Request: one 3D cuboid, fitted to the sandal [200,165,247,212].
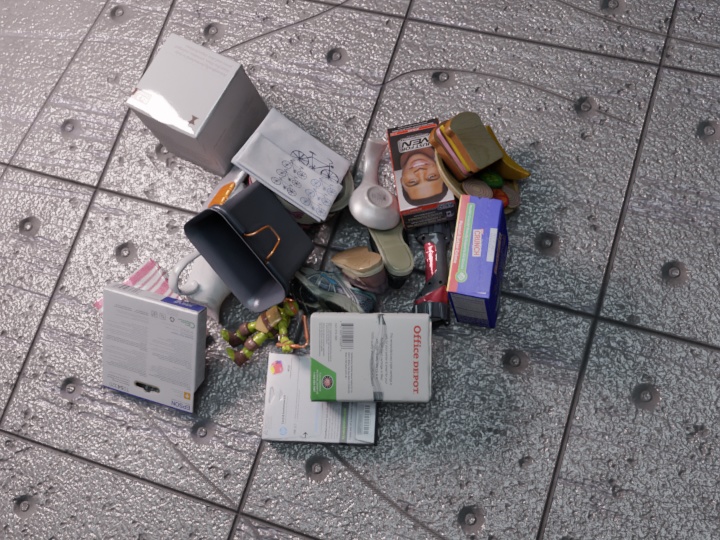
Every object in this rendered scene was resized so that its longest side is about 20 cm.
[{"bbox_3d":[-0.228,-0.156,1.727,0.207,0.059,0.079,-53,29,7],"label":"sandal"}]

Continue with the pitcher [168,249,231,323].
[{"bbox_3d":[-0.256,-0.024,1.642,0.121,0.172,0.200,27,80,23],"label":"pitcher"}]

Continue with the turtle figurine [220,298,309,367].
[{"bbox_3d":[-0.171,0.091,1.642,0.161,0.064,0.200,-34,57,8],"label":"turtle figurine"}]

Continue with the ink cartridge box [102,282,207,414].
[{"bbox_3d":[-0.370,0.137,1.634,0.196,0.043,0.200,14,113,17],"label":"ink cartridge box"}]

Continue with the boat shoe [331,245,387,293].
[{"bbox_3d":[0.000,0.000,1.595,0.072,0.200,0.065,-21,103,-13],"label":"boat shoe"}]

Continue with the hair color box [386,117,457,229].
[{"bbox_3d":[0.111,-0.177,1.656,0.101,0.061,0.200,-12,55,6],"label":"hair color box"}]

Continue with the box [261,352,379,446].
[{"bbox_3d":[-0.067,0.225,1.598,0.199,0.041,0.156,0,72,9],"label":"box"}]

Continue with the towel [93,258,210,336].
[{"bbox_3d":[-0.392,0.091,1.706,0.146,0.030,0.200,-39,70,-3],"label":"towel"}]

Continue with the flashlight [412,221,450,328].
[{"bbox_3d":[0.123,0.000,1.625,0.068,0.068,0.200,-24,60,45],"label":"flashlight"}]

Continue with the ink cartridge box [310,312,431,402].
[{"bbox_3d":[0.018,0.143,1.526,0.199,0.083,0.147,1,91,2],"label":"ink cartridge box"}]

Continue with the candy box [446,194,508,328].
[{"bbox_3d":[0.200,-0.010,1.539,0.077,0.200,0.170,8,74,12],"label":"candy box"}]

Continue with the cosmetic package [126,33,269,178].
[{"bbox_3d":[-0.300,-0.305,1.725,0.165,0.200,0.165,27,79,16],"label":"cosmetic package"}]

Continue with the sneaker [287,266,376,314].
[{"bbox_3d":[-0.059,0.037,1.650,0.200,0.078,0.086,31,51,26],"label":"sneaker"}]

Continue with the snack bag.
[{"bbox_3d":[-0.112,-0.192,1.621,0.188,0.021,0.200,34,41,-7],"label":"snack bag"}]

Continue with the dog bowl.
[{"bbox_3d":[-0.114,-0.162,1.664,0.200,0.200,0.074,58,133,20],"label":"dog bowl"}]

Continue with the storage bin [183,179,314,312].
[{"bbox_3d":[-0.174,-0.055,1.560,0.200,0.145,0.134,50,50,-13],"label":"storage bin"}]

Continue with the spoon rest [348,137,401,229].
[{"bbox_3d":[0.027,-0.150,1.670,0.099,0.061,0.200,11,52,-12],"label":"spoon rest"}]

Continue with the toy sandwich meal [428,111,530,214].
[{"bbox_3d":[0.214,-0.191,1.613,0.070,0.205,0.205,-46,63,41],"label":"toy sandwich meal"}]

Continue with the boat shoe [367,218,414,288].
[{"bbox_3d":[0.052,-0.048,1.648,0.074,0.066,0.200,-8,47,-14],"label":"boat shoe"}]
